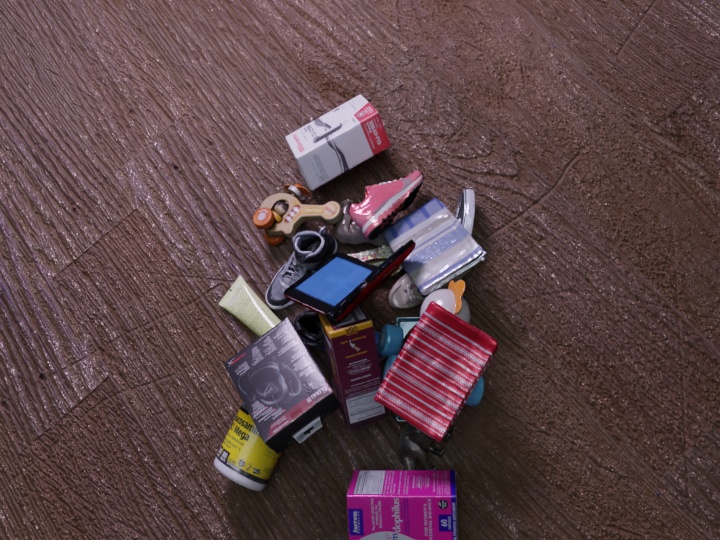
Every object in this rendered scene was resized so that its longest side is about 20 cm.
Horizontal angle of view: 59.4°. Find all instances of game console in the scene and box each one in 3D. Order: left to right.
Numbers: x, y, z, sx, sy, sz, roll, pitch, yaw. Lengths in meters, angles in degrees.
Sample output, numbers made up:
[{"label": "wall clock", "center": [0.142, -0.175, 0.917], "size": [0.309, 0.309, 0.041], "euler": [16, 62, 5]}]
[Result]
[{"label": "game console", "center": [-0.018, -0.004, 1.163], "size": [0.119, 0.173, 0.199], "euler": [45, 41, 5]}]

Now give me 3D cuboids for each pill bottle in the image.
[{"label": "pill bottle", "center": [-0.192, 0.306, 1.221], "size": [0.110, 0.113, 0.204], "euler": [23, 78, 13]}]

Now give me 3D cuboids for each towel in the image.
[{"label": "towel", "center": [0.139, -0.050, 1.229], "size": [0.145, 0.024, 0.202], "euler": [-31, 45, 0]}, {"label": "towel", "center": [0.130, 0.173, 1.080], "size": [0.142, 0.022, 0.203], "euler": [32, 91, 2]}]

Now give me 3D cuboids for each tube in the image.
[{"label": "tube", "center": [-0.210, 0.100, 1.320], "size": [0.199, 0.053, 0.058], "euler": [39, 50, 19]}]

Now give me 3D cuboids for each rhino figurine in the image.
[{"label": "rhino figurine", "center": [0.035, -0.093, 1.332], "size": [0.193, 0.060, 0.090], "euler": [5, 70, 2]}]

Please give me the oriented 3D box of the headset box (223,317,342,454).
[{"label": "headset box", "center": [-0.137, 0.213, 1.141], "size": [0.147, 0.078, 0.201], "euler": [-35, 59, -6]}]

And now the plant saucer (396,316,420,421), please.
[{"label": "plant saucer", "center": [0.106, 0.196, 1.261], "size": [0.068, 0.019, 0.207], "euler": [-1, 73, 8]}]

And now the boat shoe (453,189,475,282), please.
[{"label": "boat shoe", "center": [0.192, -0.073, 1.297], "size": [0.069, 0.072, 0.206], "euler": [11, 78, 6]}]

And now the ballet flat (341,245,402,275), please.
[{"label": "ballet flat", "center": [0.000, 0.000, 1.299], "size": [0.195, 0.077, 0.064], "euler": [-21, 31, 2]}]

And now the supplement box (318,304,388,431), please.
[{"label": "supplement box", "center": [-0.013, 0.175, 1.179], "size": [0.083, 0.111, 0.206], "euler": [-14, 111, -10]}]

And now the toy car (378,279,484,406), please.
[{"label": "toy car", "center": [0.148, 0.115, 1.144], "size": [0.179, 0.204, 0.179], "euler": [12, 30, -12]}]

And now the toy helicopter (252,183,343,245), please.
[{"label": "toy helicopter", "center": [-0.126, -0.131, 1.345], "size": [0.194, 0.079, 0.136], "euler": [2, 61, 21]}]

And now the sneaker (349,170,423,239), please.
[{"label": "sneaker", "center": [0.054, -0.155, 1.289], "size": [0.086, 0.074, 0.200], "euler": [41, 62, 10]}]

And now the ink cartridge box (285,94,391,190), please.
[{"label": "ink cartridge box", "center": [-0.052, -0.276, 1.349], "size": [0.196, 0.085, 0.145], "euler": [-30, 33, -1]}]

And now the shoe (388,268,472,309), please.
[{"label": "shoe", "center": [0.133, 0.018, 1.259], "size": [0.197, 0.053, 0.071], "euler": [-32, 80, 21]}]

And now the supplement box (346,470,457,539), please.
[{"label": "supplement box", "center": [0.077, 0.430, 1.140], "size": [0.193, 0.103, 0.105], "euler": [-3, 98, 9]}]

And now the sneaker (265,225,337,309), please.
[{"label": "sneaker", "center": [-0.132, -0.012, 1.303], "size": [0.075, 0.114, 0.200], "euler": [41, 83, 17]}]

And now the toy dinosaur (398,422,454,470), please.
[{"label": "toy dinosaur", "center": [0.115, 0.320, 1.203], "size": [0.100, 0.077, 0.205], "euler": [27, 110, 17]}]

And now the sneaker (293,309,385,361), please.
[{"label": "sneaker", "center": [-0.040, 0.131, 1.251], "size": [0.194, 0.111, 0.079], "euler": [16, 76, 12]}]
